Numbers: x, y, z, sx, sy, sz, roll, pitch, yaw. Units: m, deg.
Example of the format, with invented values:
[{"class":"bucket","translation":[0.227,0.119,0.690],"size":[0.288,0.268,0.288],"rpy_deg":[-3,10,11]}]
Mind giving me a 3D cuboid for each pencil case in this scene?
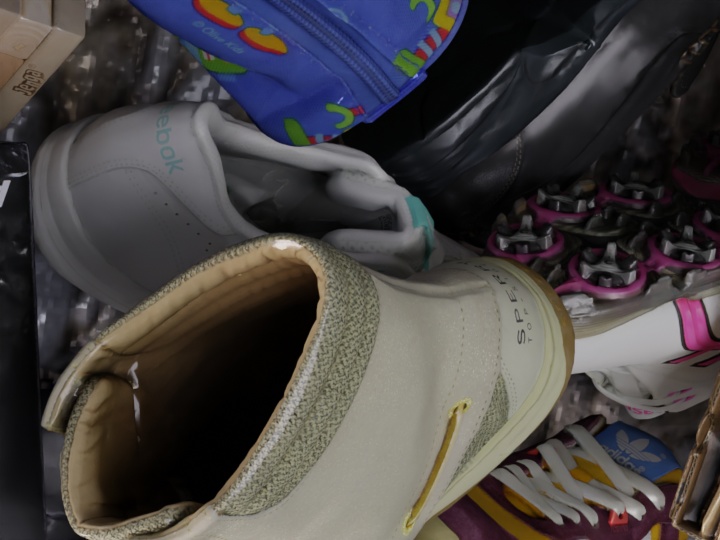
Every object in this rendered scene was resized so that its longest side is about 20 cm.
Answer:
[{"class":"pencil case","translation":[-0.053,-0.101,0.688],"size":[0.078,0.087,0.200],"rpy_deg":[-39,139,16]}]

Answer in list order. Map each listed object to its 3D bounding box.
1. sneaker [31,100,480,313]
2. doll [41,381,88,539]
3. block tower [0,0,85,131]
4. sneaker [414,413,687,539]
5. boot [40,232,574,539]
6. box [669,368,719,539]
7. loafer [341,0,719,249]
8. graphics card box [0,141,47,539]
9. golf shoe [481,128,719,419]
[{"class":"sneaker","translation":[0.000,0.000,0.824],"size":[0.200,0.088,0.075],"rpy_deg":[22,59,-38]},{"class":"doll","translation":[-0.102,0.069,0.869],"size":[0.200,0.048,0.137],"rpy_deg":[-23,109,-15]},{"class":"block tower","translation":[-0.178,-0.100,0.748],"size":[0.200,0.054,0.058],"rpy_deg":[18,140,-29]},{"class":"sneaker","translation":[0.060,0.080,0.893],"size":[0.090,0.075,0.200],"rpy_deg":[-45,161,2]},{"class":"boot","translation":[-0.042,0.070,0.742],"size":[0.200,0.072,0.155],"rpy_deg":[-49,157,16]},{"class":"box","translation":[0.166,-0.015,0.881],"size":[0.200,0.021,0.164],"rpy_deg":[-30,140,-59]},{"class":"loafer","translation":[0.087,-0.087,0.874],"size":[0.200,0.073,0.072],"rpy_deg":[-38,131,7]},{"class":"graphics card box","translation":[-0.118,0.066,0.775],"size":[0.051,0.125,0.200],"rpy_deg":[-1,89,-11]},{"class":"golf shoe","translation":[0.101,0.014,0.875],"size":[0.200,0.073,0.092],"rpy_deg":[-16,123,-53]}]
